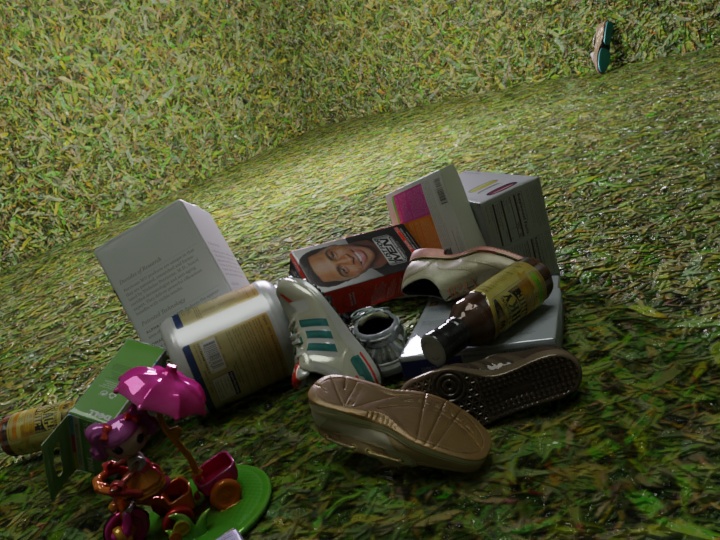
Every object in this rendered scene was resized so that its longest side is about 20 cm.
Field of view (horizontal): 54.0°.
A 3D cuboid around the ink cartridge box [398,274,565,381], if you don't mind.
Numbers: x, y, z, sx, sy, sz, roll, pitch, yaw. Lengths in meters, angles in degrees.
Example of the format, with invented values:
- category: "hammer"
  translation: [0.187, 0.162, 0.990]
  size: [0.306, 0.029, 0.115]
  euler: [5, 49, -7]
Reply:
- category: "ink cartridge box"
  translation: [0.167, 0.074, 0.933]
  size: [0.198, 0.041, 0.200]
  euler: [-10, 19, 22]

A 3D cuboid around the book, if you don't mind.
- category: "book"
  translation: [0.108, -0.077, 1.095]
  size: [0.048, 0.135, 0.200]
  euler: [-23, 4, -21]

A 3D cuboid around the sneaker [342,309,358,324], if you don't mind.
- category: "sneaker"
  translation: [-0.069, 0.048, 1.174]
  size: [0.199, 0.079, 0.090]
  euler: [0, 18, 38]

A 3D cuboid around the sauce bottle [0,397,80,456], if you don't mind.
- category: "sauce bottle"
  translation: [-0.421, 0.219, 1.030]
  size: [0.198, 0.066, 0.066]
  euler: [-16, 18, 2]

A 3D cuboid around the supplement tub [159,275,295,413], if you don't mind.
- category: "supplement tub"
  translation: [-0.166, 0.101, 1.002]
  size: [0.199, 0.145, 0.144]
  euler: [-22, 19, -14]

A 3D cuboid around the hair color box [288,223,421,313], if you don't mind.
- category: "hair color box"
  translation: [0.000, 0.000, 1.092]
  size: [0.199, 0.062, 0.102]
  euler: [-16, 49, -23]

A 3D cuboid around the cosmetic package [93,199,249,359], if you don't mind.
- category: "cosmetic package"
  translation: [-0.289, 0.019, 1.151]
  size: [0.164, 0.201, 0.165]
  euler: [-31, -6, 1]

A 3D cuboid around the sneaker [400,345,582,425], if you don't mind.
- category: "sneaker"
  translation: [0.144, 0.130, 0.787]
  size: [0.198, 0.071, 0.076]
  euler: [-11, 0, 11]

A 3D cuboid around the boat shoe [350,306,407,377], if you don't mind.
- category: "boat shoe"
  translation: [0.025, 0.084, 0.993]
  size: [0.074, 0.065, 0.202]
  euler: [-17, 16, 1]

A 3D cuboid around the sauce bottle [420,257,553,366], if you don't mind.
- category: "sauce bottle"
  translation: [0.152, 0.050, 0.848]
  size: [0.199, 0.065, 0.064]
  euler: [-31, 23, -33]

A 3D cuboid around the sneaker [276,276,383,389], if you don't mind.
- category: "sneaker"
  translation: [-0.063, 0.096, 0.899]
  size: [0.093, 0.200, 0.070]
  euler: [-33, -19, -24]

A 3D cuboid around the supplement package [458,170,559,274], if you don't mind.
- category: "supplement package"
  translation: [0.195, -0.063, 1.115]
  size: [0.110, 0.157, 0.200]
  euler: [-24, 19, -19]

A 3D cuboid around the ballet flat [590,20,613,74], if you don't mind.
- category: "ballet flat"
  translation: [0.886, -0.818, 2.605]
  size: [0.070, 0.202, 0.065]
  euler: [14, -4, -31]

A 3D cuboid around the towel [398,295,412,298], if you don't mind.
- category: "towel"
  translation: [0.064, 0.004, 1.242]
  size: [0.132, 0.035, 0.200]
  euler: [-11, 21, 23]

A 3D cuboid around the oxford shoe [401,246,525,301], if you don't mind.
- category: "oxford shoe"
  translation: [0.147, 0.015, 0.985]
  size: [0.199, 0.071, 0.074]
  euler: [-2, 47, 40]

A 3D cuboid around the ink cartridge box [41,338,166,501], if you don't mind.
- category: "ink cartridge box"
  translation: [-0.320, 0.193, 0.906]
  size: [0.059, 0.104, 0.200]
  euler: [15, 35, 6]

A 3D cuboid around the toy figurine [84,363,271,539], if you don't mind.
- category: "toy figurine"
  translation: [-0.213, 0.191, 0.727]
  size: [0.199, 0.185, 0.150]
  euler: [-26, 20, -21]

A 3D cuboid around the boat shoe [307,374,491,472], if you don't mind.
- category: "boat shoe"
  translation: [0.039, 0.169, 0.739]
  size: [0.199, 0.070, 0.074]
  euler: [16, 36, 23]

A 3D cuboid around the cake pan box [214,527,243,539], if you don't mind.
- category: "cake pan box"
  translation: [-0.151, 0.310, 0.545]
  size: [0.199, 0.053, 0.184]
  euler: [-25, 18, -22]
